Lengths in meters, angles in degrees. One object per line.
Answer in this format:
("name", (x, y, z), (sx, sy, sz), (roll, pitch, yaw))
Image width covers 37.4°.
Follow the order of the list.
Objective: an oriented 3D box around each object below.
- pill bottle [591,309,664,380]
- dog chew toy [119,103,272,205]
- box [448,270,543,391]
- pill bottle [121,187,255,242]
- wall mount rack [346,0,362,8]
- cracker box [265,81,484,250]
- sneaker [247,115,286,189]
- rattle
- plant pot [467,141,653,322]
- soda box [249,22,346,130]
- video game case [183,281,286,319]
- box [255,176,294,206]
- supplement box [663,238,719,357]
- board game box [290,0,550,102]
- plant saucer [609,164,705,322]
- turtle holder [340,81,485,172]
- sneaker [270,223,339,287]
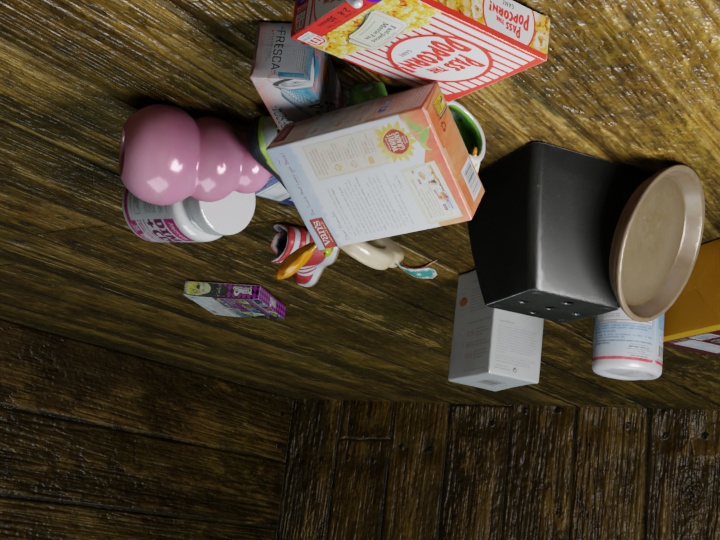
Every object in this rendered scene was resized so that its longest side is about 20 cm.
("pill bottle", (0.422, 0.064, 1.667), (0.107, 0.204, 0.109), (7, 166, 2))
("dog chew toy", (-0.203, -0.143, 1.349), (0.196, 0.127, 0.124), (3, 168, -19))
("box", (0.246, 0.102, 1.910), (0.105, 0.204, 0.152), (14, 165, -21))
("pill bottle", (-0.243, -0.097, 1.502), (0.112, 0.116, 0.198), (19, 168, -40))
("wall mount rack", (-0.091, -0.271, 0.851), (0.170, 0.076, 0.200), (3, 166, 16))
("cracker box", (0.015, -0.106, 1.122), (0.197, 0.058, 0.135), (-10, 122, 32))
("sneaker", (-0.068, -0.144, 1.355), (0.081, 0.073, 0.199), (-9, 165, 22))
("rattle", (0.000, 0.000, 1.543), (0.198, 0.144, 0.130), (29, -179, -33))
("plant pot", (0.258, -0.037, 1.403), (0.196, 0.181, 0.200), (11, 165, -20))
("soda box", (-0.063, -0.196, 1.165), (0.067, 0.065, 0.200), (5, 166, 10))
("video game case", (-0.279, 0.068, 2.384), (0.178, 0.037, 0.200), (4, 166, 15))
("box", (-0.085, -0.122, 1.535), (0.197, 0.033, 0.121), (15, 164, -27))
("supplement box", (0.590, 0.052, 1.677), (0.197, 0.135, 0.197), (12, 165, -18))
("board game box", (0.056, -0.230, 1.003), (0.197, 0.047, 0.151), (15, 164, -31))
("plant saucer", (0.371, -0.035, 1.336), (0.029, 0.203, 0.199), (22, 179, 42))
("turtle holder", (0.058, -0.147, 1.205), (0.131, 0.141, 0.187), (-25, 109, 39))
("sneaker", (-0.115, -0.027, 1.849), (0.110, 0.073, 0.200), (7, 159, -17))
